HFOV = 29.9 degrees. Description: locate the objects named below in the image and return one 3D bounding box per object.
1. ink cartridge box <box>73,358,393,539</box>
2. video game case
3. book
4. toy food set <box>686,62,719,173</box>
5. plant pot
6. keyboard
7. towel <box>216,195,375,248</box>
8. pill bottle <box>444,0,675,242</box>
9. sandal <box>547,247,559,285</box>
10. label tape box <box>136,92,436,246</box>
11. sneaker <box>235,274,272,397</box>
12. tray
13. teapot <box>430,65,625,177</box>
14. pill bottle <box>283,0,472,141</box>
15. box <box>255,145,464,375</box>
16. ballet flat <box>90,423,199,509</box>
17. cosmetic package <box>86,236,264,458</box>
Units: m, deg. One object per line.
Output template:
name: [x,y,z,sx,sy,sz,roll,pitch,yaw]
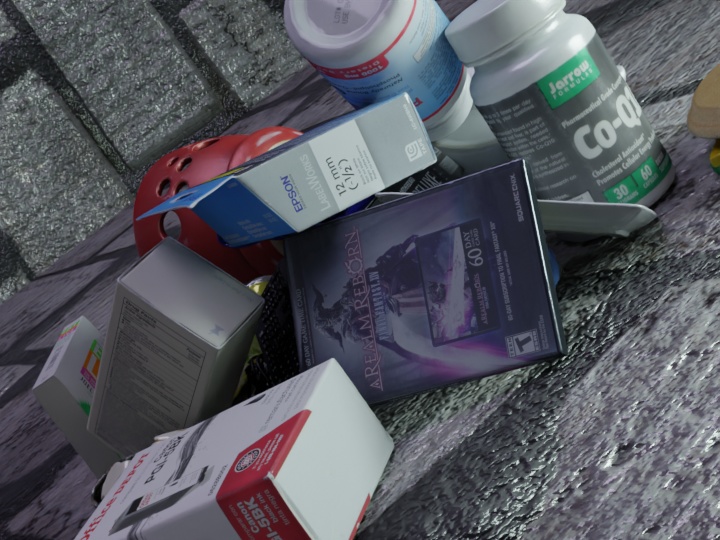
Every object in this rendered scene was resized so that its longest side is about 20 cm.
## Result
ink cartridge box: [-0.093,0.163,0.933,0.199,0.083,0.147,-27,16,27]
video game case: [0.040,0.016,0.967,0.199,0.144,0.019,-17,-19,23]
book: [-0.256,0.130,1.314,0.048,0.134,0.200,-33,14,4]
toy food set: [0.342,-0.155,1.050,0.197,0.049,0.200,-25,17,34]
plant pot: [-0.126,-0.060,1.511,0.182,0.201,0.200,-16,23,45]
keyboard: [-0.066,0.076,1.079,0.105,0.039,0.200,-65,27,23]
towel: [-0.044,-0.088,1.339,0.147,0.050,0.200,-2,28,22]
pill bottle: [0.158,-0.133,1.086,0.113,0.200,0.113,-32,15,10]
sandal: [0.093,0.010,1.065,0.086,0.080,0.200,0,-2,-15]
label tape box: [-0.060,-0.064,1.058,0.199,0.066,0.143,-30,9,-24]
sneaker: [-0.124,0.088,1.302,0.200,0.075,0.076,-51,26,-19]
tray: [0.119,-0.041,1.022,0.199,0.022,0.107,4,1,19]
teapot: [0.138,-0.128,1.258,0.199,0.146,0.198,-9,52,24]
pill bottle: [0.024,-0.181,1.116,0.108,0.109,0.200,-32,-27,12]
box: [0.000,0.000,1.174,0.200,0.050,0.158,-55,-1,40]
ballet flat: [-0.151,0.162,1.072,0.200,0.072,0.072,-29,14,40]
cosmetic package: [-0.157,0.082,1.124,0.073,0.103,0.201,-46,-15,-45]
